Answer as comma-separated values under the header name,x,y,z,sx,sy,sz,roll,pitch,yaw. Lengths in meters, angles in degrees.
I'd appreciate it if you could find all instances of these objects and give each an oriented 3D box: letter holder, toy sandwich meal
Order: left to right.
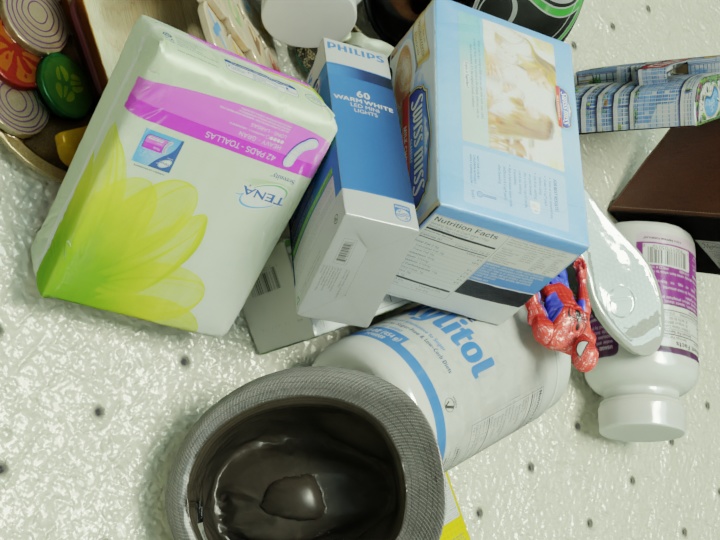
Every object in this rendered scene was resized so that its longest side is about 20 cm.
name,x,y,z,sx,sy,sz,roll,pitch,yaw
toy sandwich meal,-0.188,-0.153,0.896,0.204,0.070,0.207,13,69,-37
letter holder,0.380,-0.080,1.249,0.101,0.200,0.143,43,76,-23

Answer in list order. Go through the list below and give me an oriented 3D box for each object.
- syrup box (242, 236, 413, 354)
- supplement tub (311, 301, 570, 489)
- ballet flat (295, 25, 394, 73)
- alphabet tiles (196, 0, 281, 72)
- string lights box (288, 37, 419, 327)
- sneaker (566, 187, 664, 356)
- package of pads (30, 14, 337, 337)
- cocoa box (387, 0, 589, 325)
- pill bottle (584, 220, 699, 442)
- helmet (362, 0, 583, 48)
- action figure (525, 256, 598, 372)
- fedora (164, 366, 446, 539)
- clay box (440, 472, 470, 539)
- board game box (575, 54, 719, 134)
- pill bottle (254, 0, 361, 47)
name,x,y,z,sx,sy,sz,roll,pitch,yaw
syrup box,0.000,0.000,1.007,0.199,0.078,0.082,-19,89,-42
supplement tub,0.065,0.092,1.002,0.199,0.131,0.133,-22,92,-42
ballet flat,0.030,-0.153,1.079,0.200,0.075,0.068,40,54,-25
alphabet tiles,-0.105,-0.209,0.937,0.200,0.015,0.197,52,17,-56
string lights box,-0.013,-0.069,0.906,0.058,0.103,0.201,12,43,-19
sneaker,0.210,-0.003,1.161,0.070,0.099,0.201,-34,88,-19
package of pads,-0.122,-0.057,0.857,0.154,0.201,0.068,17,23,-35
cocoa box,0.085,-0.085,0.956,0.132,0.131,0.201,14,56,-21
pill bottle,0.276,0.062,1.203,0.112,0.112,0.202,18,67,-35
helmet,0.113,-0.267,1.105,0.190,0.199,0.202,-7,82,-47
action figure,0.155,0.006,1.009,0.065,0.052,0.201,14,40,-29
fedora,-0.037,0.163,0.883,0.198,0.090,0.178,-14,77,1
clay box,0.050,0.271,0.992,0.114,0.047,0.202,-19,91,-42
board game box,0.309,-0.177,1.208,0.200,0.198,0.062,-21,107,-57
pill bottle,-0.044,-0.289,1.011,0.112,0.112,0.202,20,54,-35
